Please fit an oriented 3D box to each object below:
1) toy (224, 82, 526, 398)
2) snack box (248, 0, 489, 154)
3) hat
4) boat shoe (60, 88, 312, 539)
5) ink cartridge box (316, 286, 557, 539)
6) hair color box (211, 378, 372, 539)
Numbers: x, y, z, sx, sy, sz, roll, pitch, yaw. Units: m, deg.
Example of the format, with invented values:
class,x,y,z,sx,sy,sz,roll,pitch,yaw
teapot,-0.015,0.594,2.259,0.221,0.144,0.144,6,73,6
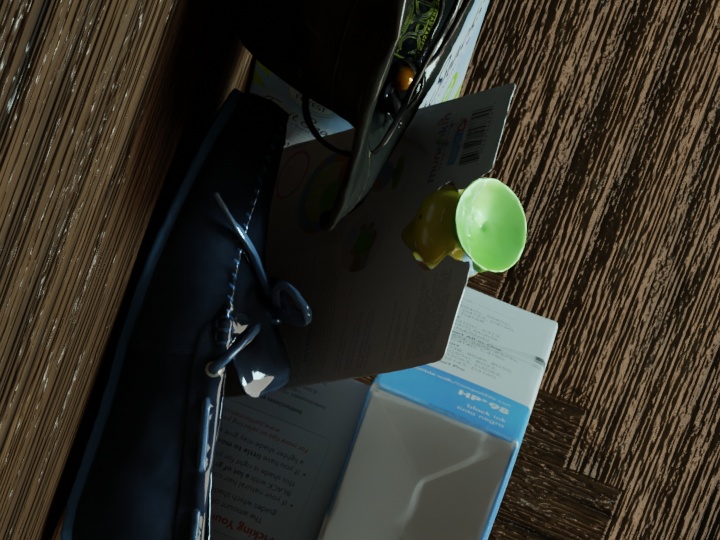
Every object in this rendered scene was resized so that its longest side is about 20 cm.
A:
class,x,y,z,sx,sy,sz,roll,pitch,yaw
toy,0.000,0.000,0.939,0.199,0.047,0.116,-16,-126,56
snack box,0.000,-0.081,1.089,0.169,0.067,0.201,-59,171,-34
hat,0.000,-0.111,0.828,0.202,0.080,0.201,-61,177,-6
boat shoe,-0.057,0.030,0.897,0.084,0.068,0.202,-60,169,-74
ink cartridge box,0.035,0.079,1.008,0.200,0.066,0.117,-57,166,-70
hair color box,-0.074,0.129,0.994,0.061,0.101,0.201,105,7,-63
